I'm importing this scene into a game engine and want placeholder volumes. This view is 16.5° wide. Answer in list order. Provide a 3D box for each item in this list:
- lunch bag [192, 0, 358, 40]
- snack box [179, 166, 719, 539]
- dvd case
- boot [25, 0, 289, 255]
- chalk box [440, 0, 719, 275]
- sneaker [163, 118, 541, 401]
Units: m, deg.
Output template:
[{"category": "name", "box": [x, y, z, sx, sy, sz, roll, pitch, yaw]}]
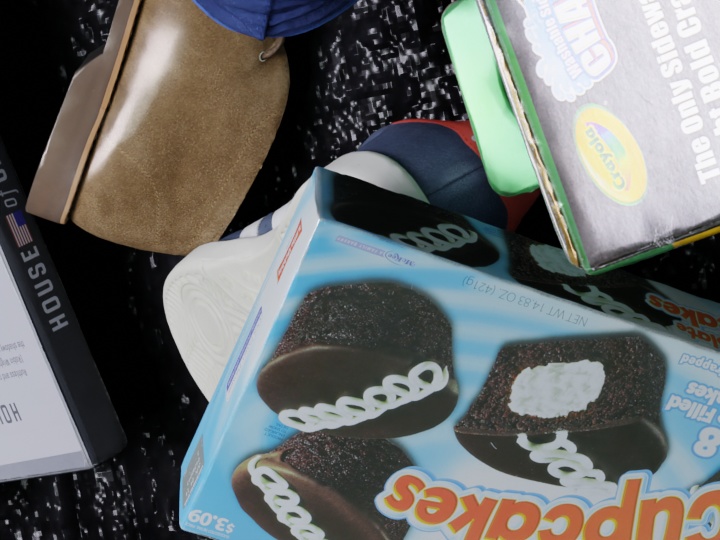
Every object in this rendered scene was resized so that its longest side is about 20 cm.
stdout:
[{"category": "lunch bag", "box": [-0.037, -0.190, 0.762, 0.200, 0.136, 0.132, 48, 165, 11]}, {"category": "snack box", "box": [0.056, 0.054, 0.765, 0.199, 0.037, 0.117, 18, 117, -14]}, {"category": "dvd case", "box": [-0.173, -0.012, 0.959, 0.150, 0.025, 0.201, -12, 102, 51]}, {"category": "boot", "box": [-0.050, -0.099, 0.881, 0.075, 0.074, 0.201, 22, 108, -3]}, {"category": "chalk box", "box": [0.115, -0.080, 0.718, 0.199, 0.123, 0.125, -19, 89, 38]}, {"category": "sneaker", "box": [0.000, 0.000, 0.855, 0.075, 0.084, 0.200, 60, 150, -1]}]
